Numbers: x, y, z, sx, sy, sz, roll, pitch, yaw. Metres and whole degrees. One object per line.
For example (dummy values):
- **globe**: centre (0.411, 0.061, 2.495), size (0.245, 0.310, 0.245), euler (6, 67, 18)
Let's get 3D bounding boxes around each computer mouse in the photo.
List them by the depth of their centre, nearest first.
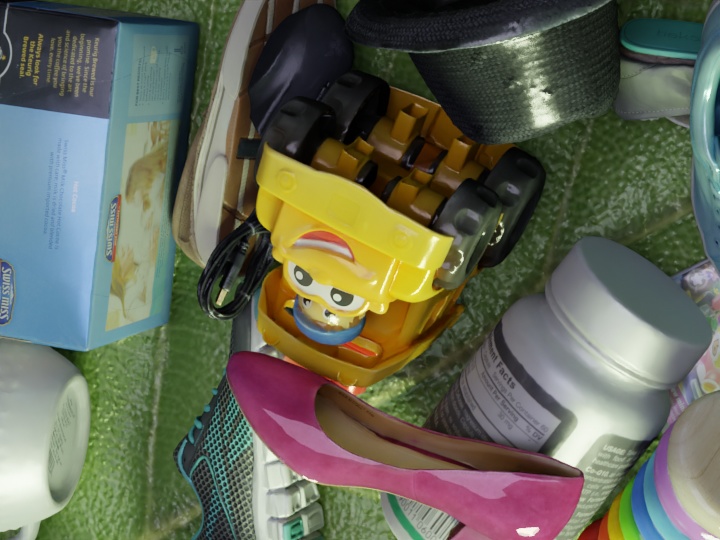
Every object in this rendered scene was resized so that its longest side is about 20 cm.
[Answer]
- **computer mouse**: centre (-0.049, -0.063, 1.118), size (0.034, 0.058, 0.201), euler (21, 94, 44)

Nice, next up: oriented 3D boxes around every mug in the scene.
- **mug**: centre (-0.269, 0.117, 1.208), size (0.174, 0.148, 0.201), euler (7, 129, 9)

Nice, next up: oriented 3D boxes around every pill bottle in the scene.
- **pill bottle**: centre (0.108, 0.086, 1.080), size (0.113, 0.113, 0.200), euler (40, 113, 9)

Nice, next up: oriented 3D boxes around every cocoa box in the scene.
- **cocoa box**: centre (-0.189, -0.064, 1.154), size (0.130, 0.133, 0.201), euler (9, 99, 15)

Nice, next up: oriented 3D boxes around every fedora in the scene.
- **fedora**: centre (0.087, -0.127, 1.042), size (0.199, 0.201, 0.092), euler (-11, 110, 18)

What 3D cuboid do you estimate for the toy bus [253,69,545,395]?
- **toy bus**: centre (0.000, 0.000, 1.077), size (0.135, 0.200, 0.193), euler (29, 112, 11)

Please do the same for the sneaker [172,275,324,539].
- **sneaker**: centre (-0.078, 0.103, 1.173), size (0.091, 0.078, 0.202), euler (0, 95, 21)

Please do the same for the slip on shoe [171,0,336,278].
- **slip on shoe**: centre (-0.070, -0.098, 1.154), size (0.060, 0.076, 0.201), euler (20, 102, 45)

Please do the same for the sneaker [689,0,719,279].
- **sneaker**: centre (0.208, -0.053, 1.015), size (0.073, 0.082, 0.201), euler (-1, 119, 23)

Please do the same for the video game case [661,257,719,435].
- **video game case**: centre (0.261, 0.044, 1.089), size (0.199, 0.018, 0.144), euler (-28, 87, 18)

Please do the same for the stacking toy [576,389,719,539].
- **stacking toy**: centre (0.176, 0.140, 1.056), size (0.085, 0.085, 0.200), euler (47, 151, 7)

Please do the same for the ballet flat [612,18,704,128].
- **ballet flat**: centre (0.238, -0.107, 1.064), size (0.199, 0.068, 0.064), euler (5, 125, 17)

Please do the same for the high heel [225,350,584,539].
- **high heel**: centre (0.023, 0.087, 1.010), size (0.200, 0.067, 0.096), euler (39, 123, 5)
